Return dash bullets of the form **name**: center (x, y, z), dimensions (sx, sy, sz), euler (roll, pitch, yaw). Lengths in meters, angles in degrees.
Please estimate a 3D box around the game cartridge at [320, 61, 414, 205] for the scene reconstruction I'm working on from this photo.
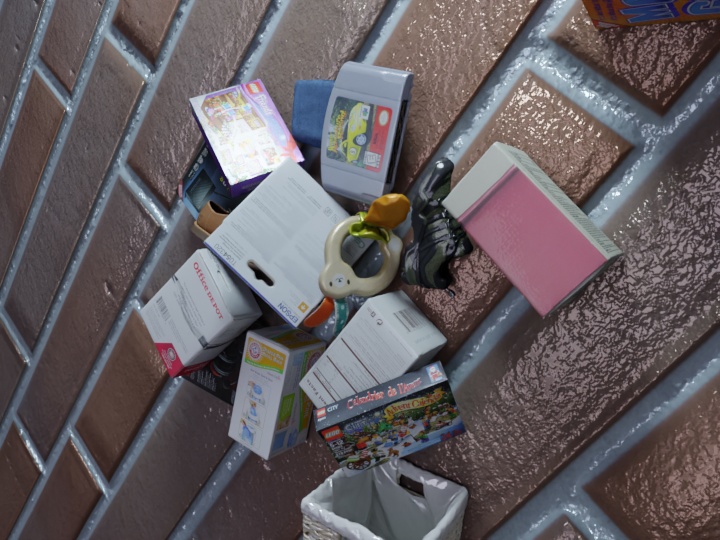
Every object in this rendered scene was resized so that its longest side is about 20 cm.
- **game cartridge**: center (0.003, -0.210, 0.852), dimensions (0.132, 0.041, 0.203), euler (22, 110, 32)

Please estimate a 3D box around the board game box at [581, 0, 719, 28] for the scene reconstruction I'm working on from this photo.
- **board game box**: center (0.347, -0.394, 0.577), dimensions (0.198, 0.199, 0.203), euler (8, 99, 30)

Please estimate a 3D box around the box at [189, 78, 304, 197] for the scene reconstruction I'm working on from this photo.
- **box**: center (-0.198, -0.234, 0.962), dimensions (0.202, 0.135, 0.039), euler (61, 161, 21)

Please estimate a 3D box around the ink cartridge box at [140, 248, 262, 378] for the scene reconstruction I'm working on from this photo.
- **ink cartridge box**: center (-0.288, 0.076, 0.995), dimensions (0.199, 0.083, 0.146), euler (-39, 73, 26)

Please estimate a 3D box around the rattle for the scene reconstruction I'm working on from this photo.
- **rattle**: center (0.000, 0.000, 0.816), dimensions (0.130, 0.201, 0.142), euler (49, 156, -23)

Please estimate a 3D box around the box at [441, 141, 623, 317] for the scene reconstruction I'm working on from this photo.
- **box**: center (0.225, -0.055, 0.724), dimensions (0.109, 0.127, 0.201), euler (-48, 69, 26)

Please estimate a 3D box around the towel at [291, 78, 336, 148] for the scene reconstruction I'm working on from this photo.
- **towel**: center (-0.024, -0.251, 0.910), dimensions (0.198, 0.048, 0.113), euler (18, 107, 28)

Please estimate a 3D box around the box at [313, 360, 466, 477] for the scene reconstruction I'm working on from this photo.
- **box**: center (0.046, 0.224, 0.815), dimensions (0.198, 0.138, 0.038), euler (-22, 39, 3)

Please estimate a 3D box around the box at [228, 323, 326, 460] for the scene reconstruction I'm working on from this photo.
- **box**: center (-0.148, 0.210, 0.988), dimensions (0.100, 0.112, 0.203), euler (19, 103, 30)

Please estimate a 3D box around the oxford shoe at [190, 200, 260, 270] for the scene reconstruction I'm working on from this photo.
- **oxford shoe**: center (-0.202, -0.057, 0.949), dimensions (0.198, 0.071, 0.072), euler (30, 102, 13)

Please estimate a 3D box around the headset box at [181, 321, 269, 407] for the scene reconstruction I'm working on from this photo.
- **headset box**: center (-0.262, 0.162, 1.077), dimensions (0.198, 0.075, 0.151), euler (20, 104, 29)

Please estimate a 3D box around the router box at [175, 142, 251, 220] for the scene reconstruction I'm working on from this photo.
- **router box**: center (-0.251, -0.169, 1.051), dimensions (0.150, 0.062, 0.200), euler (49, 116, 18)

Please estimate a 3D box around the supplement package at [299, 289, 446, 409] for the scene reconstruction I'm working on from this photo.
- **supplement package**: center (0.019, 0.147, 0.876), dimensions (0.117, 0.116, 0.201), euler (47, 116, 17)

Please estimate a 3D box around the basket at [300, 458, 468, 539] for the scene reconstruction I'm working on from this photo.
- **basket**: center (0.037, 0.408, 0.844), dimensions (0.196, 0.199, 0.163), euler (13, 106, 30)

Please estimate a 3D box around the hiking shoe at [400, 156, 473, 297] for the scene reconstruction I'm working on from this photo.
- **hiking shoe**: center (0.127, -0.064, 0.826), dimensions (0.099, 0.076, 0.203), euler (18, 112, 21)

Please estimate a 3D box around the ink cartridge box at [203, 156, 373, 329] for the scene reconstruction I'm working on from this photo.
- **ink cartridge box**: center (-0.111, -0.045, 0.883), dimensions (0.196, 0.043, 0.200), euler (44, 75, -4)

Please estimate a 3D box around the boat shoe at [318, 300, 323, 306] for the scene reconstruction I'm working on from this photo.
- **boat shoe**: center (-0.091, -0.040, 0.944), dimensions (0.068, 0.083, 0.203), euler (-29, 80, 54)
